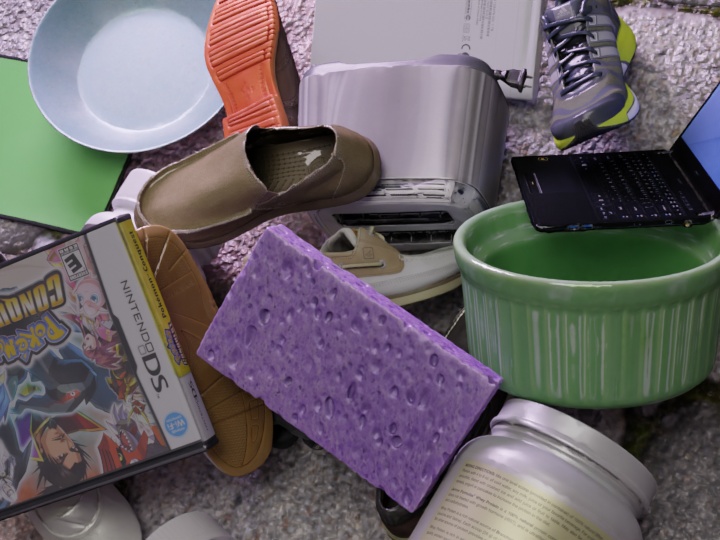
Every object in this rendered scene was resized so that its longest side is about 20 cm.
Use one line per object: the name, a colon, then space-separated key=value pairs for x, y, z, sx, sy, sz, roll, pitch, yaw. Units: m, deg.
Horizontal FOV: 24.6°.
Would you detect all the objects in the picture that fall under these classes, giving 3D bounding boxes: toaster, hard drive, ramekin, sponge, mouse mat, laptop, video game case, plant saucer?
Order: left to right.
mouse mat: x=-0.292 y=-0.116 z=1.488 sx=0.199 sy=0.008 sz=0.162 roll=13 pitch=69 yaw=21
video game case: x=-0.225 y=0.075 z=1.225 sx=0.199 sy=0.025 sz=0.182 roll=-20 pitch=94 yaw=20
plant saucer: x=-0.195 y=-0.186 z=1.466 sx=0.199 sy=0.039 sz=0.202 roll=-3 pitch=66 yaw=6
sponge: x=-0.010 y=0.067 z=1.156 sx=0.199 sy=0.030 sz=0.112 roll=34 pitch=105 yaw=15
toaster: x=0.039 y=-0.092 z=1.316 sx=0.199 sy=0.114 sz=0.130 roll=-1 pitch=68 yaw=19
hard drive: x=0.058 y=-0.218 z=1.390 sx=0.199 sy=0.027 sz=0.133 roll=7 pitch=96 yaw=19
ramekin: x=0.166 y=0.021 z=1.178 sx=0.198 sy=0.098 sz=0.200 roll=-2 pitch=20 yaw=1
laptop: x=0.217 y=-0.106 z=1.221 sx=0.198 sy=0.104 sz=0.177 roll=-3 pitch=19 yaw=1

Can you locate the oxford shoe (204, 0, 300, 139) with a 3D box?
oxford shoe: x=-0.084 y=-0.161 z=1.408 sx=0.071 sy=0.073 sz=0.201 roll=-16 pitch=66 yaw=24

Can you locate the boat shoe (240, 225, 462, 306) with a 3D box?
boat shoe: x=0.000 y=0.000 z=1.251 sx=0.199 sy=0.075 sz=0.069 roll=-15 pitch=90 yaw=-35

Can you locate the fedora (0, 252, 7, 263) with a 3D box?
fedora: x=-0.380 y=0.040 z=1.387 sx=0.176 sy=0.090 sz=0.201 roll=-3 pitch=64 yaw=15

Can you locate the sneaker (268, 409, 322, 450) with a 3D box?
sneaker: x=-0.011 y=0.092 z=1.248 sx=0.199 sy=0.074 sz=0.085 roll=-14 pitch=71 yaw=43

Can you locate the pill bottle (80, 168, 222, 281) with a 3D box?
pill bottle: x=-0.195 y=0.026 z=1.325 sx=0.113 sy=0.114 sz=0.201 roll=22 pitch=73 yaw=25

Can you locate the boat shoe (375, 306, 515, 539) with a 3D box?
boat shoe: x=0.065 y=0.107 z=1.234 sx=0.071 sy=0.066 sz=0.202 roll=16 pitch=70 yaw=23

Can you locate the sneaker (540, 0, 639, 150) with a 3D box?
sneaker: x=0.169 y=-0.165 z=1.287 sx=0.074 sy=0.081 sz=0.201 roll=-23 pitch=29 yaw=21

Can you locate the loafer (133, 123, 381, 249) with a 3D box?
loafer: x=-0.086 y=-0.074 z=1.252 sx=0.199 sy=0.067 sz=0.076 roll=-17 pitch=61 yaw=10

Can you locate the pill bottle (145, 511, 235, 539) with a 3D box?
pill bottle: x=-0.077 y=0.270 z=1.171 sx=0.110 sy=0.110 sz=0.200 roll=-45 pitch=60 yaw=-9

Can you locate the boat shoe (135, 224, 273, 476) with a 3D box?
boat shoe: x=-0.130 y=0.062 z=1.254 sx=0.071 sy=0.069 sz=0.201 roll=-25 pitch=93 yaw=-26

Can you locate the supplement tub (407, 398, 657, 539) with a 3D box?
supplement tub: x=0.104 y=0.205 z=1.129 sx=0.144 sy=0.145 sz=0.201 roll=25 pitch=73 yaw=26

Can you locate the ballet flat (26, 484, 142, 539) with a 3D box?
ballet flat: x=-0.250 y=0.161 z=1.303 sx=0.069 sy=0.070 sz=0.200 roll=-43 pitch=61 yaw=-7
